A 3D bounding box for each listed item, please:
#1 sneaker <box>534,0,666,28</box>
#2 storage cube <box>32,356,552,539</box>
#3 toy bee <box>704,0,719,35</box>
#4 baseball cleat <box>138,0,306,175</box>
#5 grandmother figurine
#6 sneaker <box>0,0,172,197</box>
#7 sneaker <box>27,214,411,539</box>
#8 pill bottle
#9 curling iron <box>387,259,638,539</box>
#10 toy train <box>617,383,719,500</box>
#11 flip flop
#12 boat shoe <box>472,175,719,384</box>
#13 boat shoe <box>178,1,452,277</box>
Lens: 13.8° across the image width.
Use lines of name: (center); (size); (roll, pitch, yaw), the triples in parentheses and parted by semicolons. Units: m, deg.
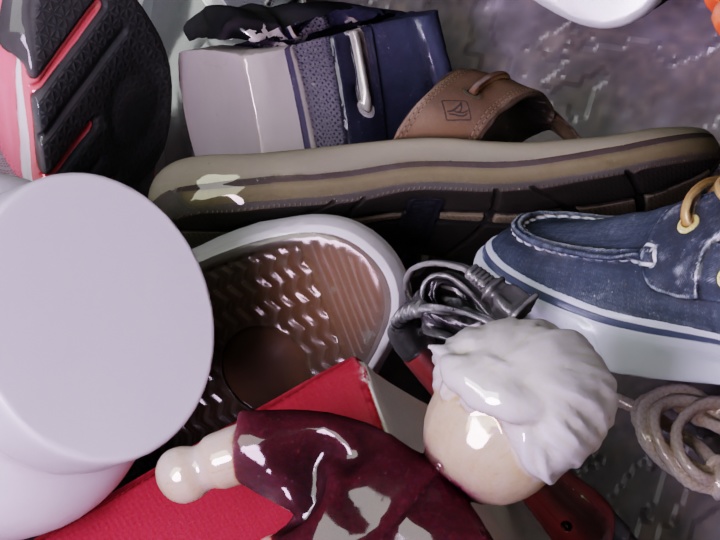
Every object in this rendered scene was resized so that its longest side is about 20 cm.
sneaker: (0.044, -0.153, 1.042); (0.200, 0.099, 0.071); (41, 109, 18)
storage cube: (-0.008, 0.163, 0.935); (0.179, 0.171, 0.201); (-31, 60, 17)
toy bee: (0.165, -0.063, 0.933); (0.200, 0.109, 0.131); (-47, 28, -3)
baseball cleat: (-0.039, -0.108, 1.113); (0.106, 0.070, 0.201); (14, 88, 22)
grandmother figurine: (-0.008, 0.089, 0.829); (0.121, 0.061, 0.200); (45, 93, 4)
sneaker: (-0.114, -0.030, 1.046); (0.086, 0.201, 0.074); (18, 50, 26)
sneaker: (-0.052, 0.033, 0.990); (0.200, 0.085, 0.073); (-36, 95, 33)
pill bottle: (-0.136, 0.035, 0.921); (0.200, 0.113, 0.114); (-18, 63, 50)
curling iron: (0.075, 0.078, 0.923); (0.049, 0.200, 0.026); (-18, 23, 48)
toy train: (0.134, 0.072, 0.895); (0.199, 0.116, 0.085); (25, 87, 21)
flip flop: (0.026, -0.037, 0.981); (0.199, 0.081, 0.058); (-3, 68, -14)
boat shoe: (0.125, -0.014, 0.895); (0.199, 0.071, 0.091); (12, 112, 30)
boat shoe: (0.000, 0.000, 1.044); (0.075, 0.092, 0.201); (11, 111, 57)
